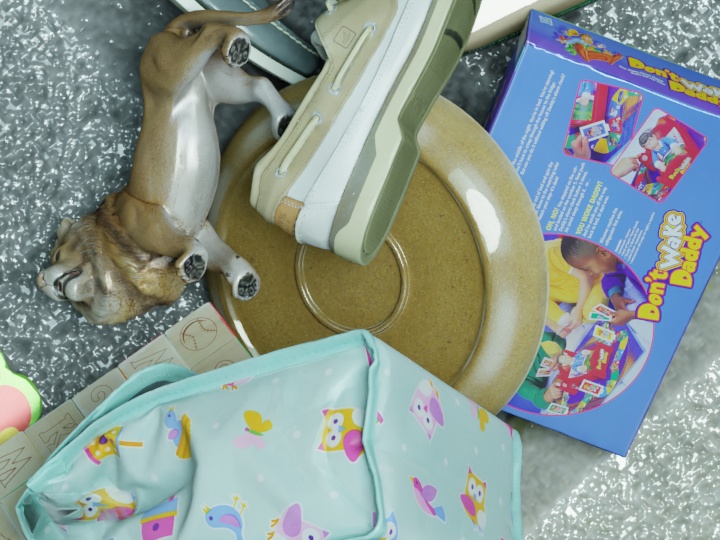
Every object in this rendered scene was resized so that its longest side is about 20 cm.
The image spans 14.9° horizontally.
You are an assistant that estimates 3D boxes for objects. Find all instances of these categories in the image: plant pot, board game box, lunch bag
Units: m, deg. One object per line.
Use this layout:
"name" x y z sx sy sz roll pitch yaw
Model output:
"plant pot" 0.000 0.000 1.404 0.199 0.027 0.201 9 109 26
"board game box" 0.112 -0.017 1.410 0.134 0.045 0.201 21 118 -3
"lunch bag" -0.040 0.116 1.310 0.199 0.170 0.123 -15 64 26

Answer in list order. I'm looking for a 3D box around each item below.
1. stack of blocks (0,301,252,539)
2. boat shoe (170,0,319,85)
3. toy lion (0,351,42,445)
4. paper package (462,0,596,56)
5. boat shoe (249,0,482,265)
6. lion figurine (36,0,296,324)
"stack of blocks" -0.127 0.120 1.392 0.200 0.115 0.059 -34 53 -9
"boat shoe" -0.090 -0.173 1.432 0.200 0.073 0.062 41 91 3
"toy lion" -0.263 0.079 1.428 0.191 0.069 0.201 -19 92 -11
"paper package" 0.079 -0.225 1.427 0.199 0.103 0.191 -24 91 -4
"boat shoe" 0.009 -0.106 1.335 0.068 0.075 0.201 21 78 13
"lion figurine" -0.094 -0.059 1.400 0.072 0.122 0.201 12 102 -40
